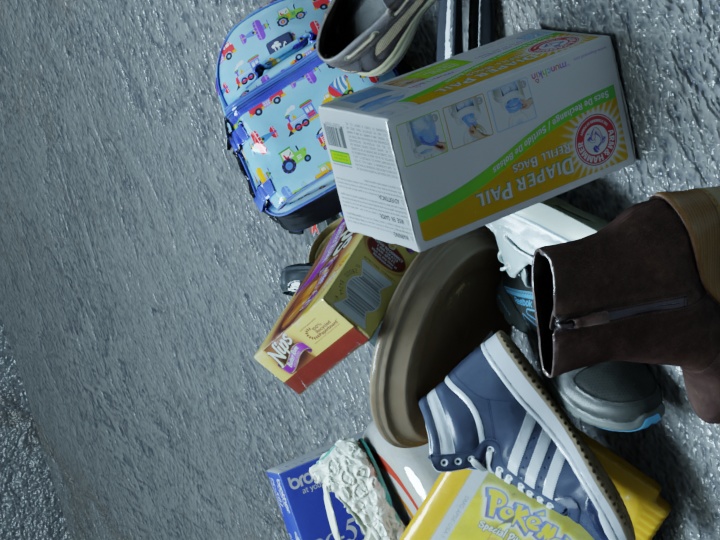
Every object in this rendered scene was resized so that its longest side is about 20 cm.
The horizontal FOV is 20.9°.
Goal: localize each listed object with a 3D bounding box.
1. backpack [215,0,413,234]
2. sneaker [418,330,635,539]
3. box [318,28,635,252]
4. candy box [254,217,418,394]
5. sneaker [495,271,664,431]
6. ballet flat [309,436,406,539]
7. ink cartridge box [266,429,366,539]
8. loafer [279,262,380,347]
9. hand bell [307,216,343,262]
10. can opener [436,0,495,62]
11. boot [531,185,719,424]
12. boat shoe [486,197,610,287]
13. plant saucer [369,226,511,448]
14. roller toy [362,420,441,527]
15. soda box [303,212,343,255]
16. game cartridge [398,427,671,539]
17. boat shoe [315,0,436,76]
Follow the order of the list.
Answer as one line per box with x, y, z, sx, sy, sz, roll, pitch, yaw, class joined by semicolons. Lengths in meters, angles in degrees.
-0.042;-0.158;1.714;0.200;0.182;0.135;66;-170;14;backpack
0.127;0.159;1.556;0.200;0.108;0.070;56;-172;8;sneaker
0.088;-0.101;1.447;0.112;0.200;0.102;18;127;60;box
0.000;0.000;1.629;0.056;0.200;0.117;39;139;-10;candy box
0.172;0.047;1.553;0.200;0.073;0.082;50;149;36;sneaker
0.015;0.244;1.736;0.200;0.072;0.072;62;158;-3;ballet flat
0.019;0.200;1.863;0.044;0.200;0.094;-4;106;70;ink cartridge box
0.022;0.039;1.741;0.068;0.200;0.071;85;-161;-85;loafer
0.030;0.047;1.880;0.104;0.104;0.200;43;163;46;hand bell
0.084;-0.150;1.592;0.079;0.063;0.200;37;142;46;can opener
0.196;0.044;1.373;0.072;0.166;0.200;36;141;53;boot
0.139;-0.020;1.520;0.201;0.070;0.072;28;106;41;boat shoe
0.074;0.056;1.619;0.029;0.200;0.200;20;132;29;plant saucer
0.101;0.192;1.754;0.200;0.140;0.182;60;166;9;roller toy
-0.023;-0.069;1.907;0.071;0.063;0.200;16;124;62;soda box
0.137;0.221;1.618;0.176;0.032;0.200;33;107;11;game cartridge
0.026;-0.238;1.562;0.074;0.073;0.200;41;121;26;boat shoe
